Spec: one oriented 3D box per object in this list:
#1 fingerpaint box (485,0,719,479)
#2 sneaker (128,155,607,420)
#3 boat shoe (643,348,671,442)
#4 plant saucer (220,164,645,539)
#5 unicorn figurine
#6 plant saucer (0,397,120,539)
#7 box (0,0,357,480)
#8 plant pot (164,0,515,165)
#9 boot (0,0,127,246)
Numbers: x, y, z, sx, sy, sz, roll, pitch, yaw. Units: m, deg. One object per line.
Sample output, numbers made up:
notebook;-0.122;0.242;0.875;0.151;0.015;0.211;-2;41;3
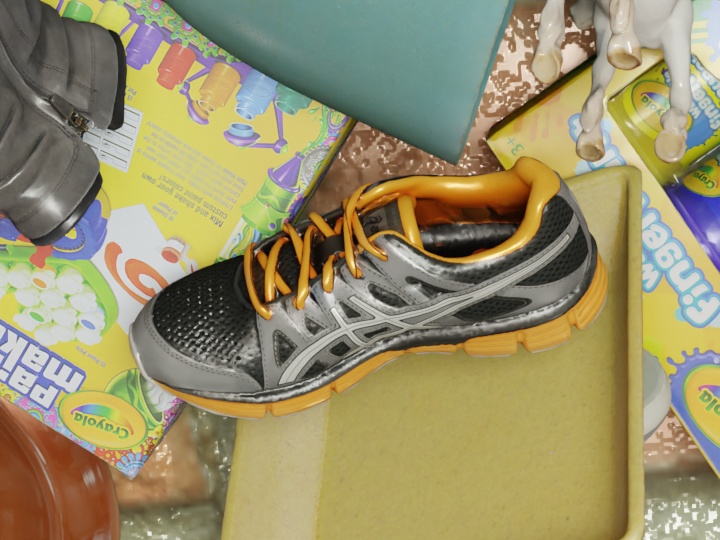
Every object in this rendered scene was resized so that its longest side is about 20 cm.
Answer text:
fingerpaint box;0.180;-0.028;1.019;0.166;0.073;0.200;-34;94;8
sneaker;0.000;0.000;0.909;0.199;0.079;0.077;-15;140;-1
boat shoe;0.058;0.082;1.030;0.200;0.070;0.072;-11;127;30
plant saucer;0.040;0.067;0.958;0.199;0.201;0.048;-17;135;25
unicorn figurine;0.107;-0.117;0.918;0.073;0.200;0.138;7;65;3
plant saucer;-0.202;0.096;1.013;0.200;0.200;0.032;45;124;-2
box;-0.131;-0.047;1.017;0.199;0.122;0.193;32;99;-1
plant pot;-0.003;-0.163;0.905;0.160;0.201;0.202;19;99;3
boot;-0.152;-0.119;0.906;0.131;0.070;0.201;25;68;-38
